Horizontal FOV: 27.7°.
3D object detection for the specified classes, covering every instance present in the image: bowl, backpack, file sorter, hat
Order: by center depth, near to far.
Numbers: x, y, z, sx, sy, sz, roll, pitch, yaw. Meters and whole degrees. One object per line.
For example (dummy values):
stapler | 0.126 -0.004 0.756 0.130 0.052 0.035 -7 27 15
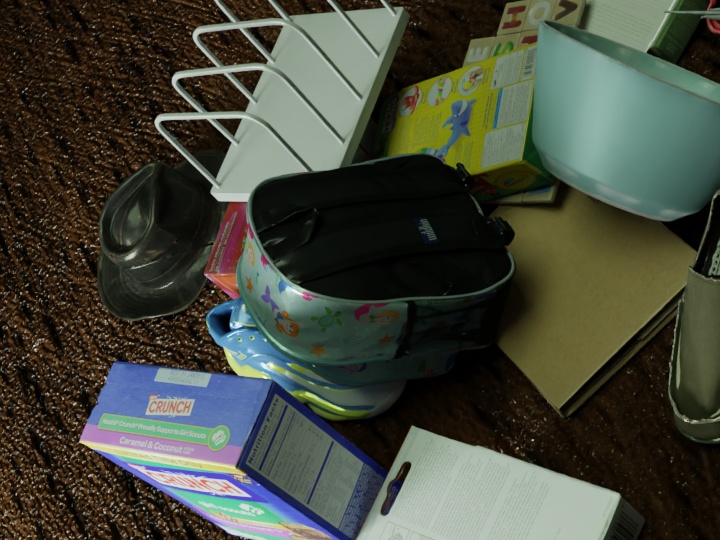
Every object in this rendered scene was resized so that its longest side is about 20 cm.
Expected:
bowl | 0.212 -0.109 1.131 0.201 0.200 0.106 40 114 45
backpack | 0.000 0.000 1.171 0.178 0.199 0.151 60 143 39
file sorter | -0.073 -0.177 1.276 0.138 0.125 0.201 3 62 38
hat | -0.209 -0.053 1.462 0.199 0.081 0.202 -20 49 25

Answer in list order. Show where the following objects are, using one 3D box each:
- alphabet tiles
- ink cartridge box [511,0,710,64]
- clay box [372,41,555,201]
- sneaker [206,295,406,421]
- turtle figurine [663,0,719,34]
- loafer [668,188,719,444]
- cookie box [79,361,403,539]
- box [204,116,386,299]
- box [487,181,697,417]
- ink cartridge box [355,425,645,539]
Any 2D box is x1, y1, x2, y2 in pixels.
alphabet tiles | 0.136 -0.151 1.282 0.167 0.008 0.201 2 70 52
ink cartridge box | 0.215 -0.210 1.282 0.145 0.048 0.201 35 98 46
clay box | 0.089 -0.117 1.271 0.199 0.047 0.116 -13 59 48
sneaker | -0.058 0.070 1.247 0.199 0.105 0.076 7 65 40
turtle figurine | 0.345 -0.250 1.174 0.198 0.101 0.151 -3 75 15
loafer | 0.258 0.025 1.057 0.075 0.070 0.202 1 71 37
cookie box | -0.089 0.152 1.146 0.170 0.200 0.076 3 62 38
box | -0.052 -0.058 1.335 0.095 0.100 0.201 -2 59 35
box | 0.166 0.003 1.185 0.163 0.021 0.200 -44 45 2
ink cartridge box | 0.100 0.195 1.084 0.199 0.050 0.109 14 70 43
